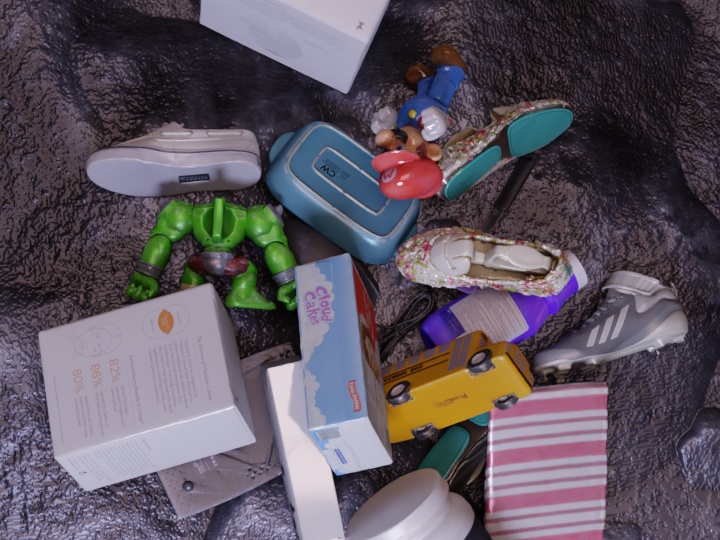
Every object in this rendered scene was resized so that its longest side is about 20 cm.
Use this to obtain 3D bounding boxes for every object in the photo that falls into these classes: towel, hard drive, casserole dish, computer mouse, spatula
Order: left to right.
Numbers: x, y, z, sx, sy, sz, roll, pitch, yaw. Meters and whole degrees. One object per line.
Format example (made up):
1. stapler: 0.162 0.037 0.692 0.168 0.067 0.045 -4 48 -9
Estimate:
1. hard drive: -0.141 0.179 1.663 0.198 0.042 0.136 -26 86 -9
2. casserole dish: -0.015 -0.096 1.698 0.199 0.039 0.122 36 60 0
3. computer mouse: 0.000 0.000 1.700 0.140 0.046 0.201 -37 88 -8
4. spatula: 0.154 -0.062 1.723 0.056 0.021 0.201 22 63 23
5. towel: 0.206 0.224 1.663 0.145 0.030 0.203 -3 102 -16

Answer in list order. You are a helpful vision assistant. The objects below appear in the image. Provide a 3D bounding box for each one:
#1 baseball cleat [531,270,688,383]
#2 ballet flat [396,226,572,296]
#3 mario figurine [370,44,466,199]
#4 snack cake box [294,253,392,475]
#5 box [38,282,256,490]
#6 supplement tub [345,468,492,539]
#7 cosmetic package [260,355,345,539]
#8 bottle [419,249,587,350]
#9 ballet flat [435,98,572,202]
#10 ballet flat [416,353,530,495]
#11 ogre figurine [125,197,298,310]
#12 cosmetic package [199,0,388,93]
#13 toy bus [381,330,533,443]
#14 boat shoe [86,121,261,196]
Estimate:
1. baseball cleat: 0.281 0.061 1.722 0.198 0.070 0.108 -12 77 -17
2. ballet flat: 0.139 -0.016 1.646 0.197 0.064 0.077 4 73 3
3. mario figurine: 0.055 -0.170 1.671 0.105 0.124 0.201 11 55 9
4. snack cake box: -0.019 0.100 1.579 0.066 0.115 0.202 -13 56 10
5. box: -0.229 0.126 1.591 0.198 0.107 0.154 -15 61 1
6. supplement tub: 0.087 0.332 1.601 0.140 0.140 0.201 -36 102 -10
7. cosmetic package: -0.064 0.197 1.608 0.050 0.083 0.202 -12 91 -11
8. bottle: 0.168 0.045 1.704 0.199 0.065 0.084 -31 81 -10
9. ballet flat: 0.155 -0.156 1.732 0.199 0.076 0.064 -31 53 -15
10. ballet flat: 0.133 0.182 1.684 0.201 0.068 0.068 -52 47 -1
11. ogre figurine: -0.156 -0.018 1.658 0.198 0.098 0.121 3 88 17
12. cosmetic package: -0.068 -0.318 1.657 0.198 0.200 0.124 25 80 -3
13. toy bus: 0.093 0.126 1.622 0.199 0.079 0.065 -24 117 29
14. boat shoe: -0.213 -0.134 1.691 0.197 0.071 0.070 -3 55 -3
